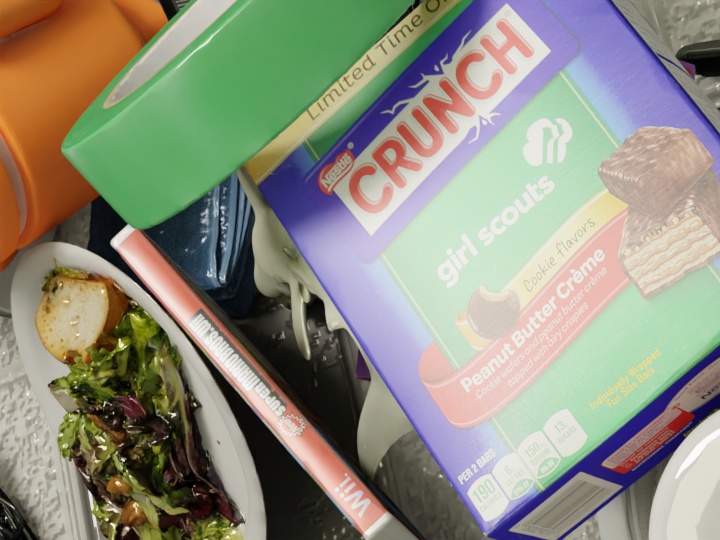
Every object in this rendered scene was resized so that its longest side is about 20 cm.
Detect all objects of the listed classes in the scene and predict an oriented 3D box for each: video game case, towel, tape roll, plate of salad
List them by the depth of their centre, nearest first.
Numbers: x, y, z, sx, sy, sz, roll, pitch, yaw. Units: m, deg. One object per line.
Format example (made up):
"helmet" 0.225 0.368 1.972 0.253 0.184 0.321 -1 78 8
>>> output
"tape roll" -0.042 -0.104 0.828 0.200 0.201 0.048 -40 103 16
"video game case" -0.034 0.071 0.923 0.017 0.143 0.200 -42 64 -3
"plate of salad" -0.122 0.079 0.966 0.199 0.048 0.202 32 140 32
"towel" -0.099 -0.078 1.050 0.111 0.048 0.202 -1 79 30

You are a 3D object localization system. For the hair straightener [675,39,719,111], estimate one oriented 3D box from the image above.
"hair straightener" 0.239 -0.117 0.874 0.198 0.041 0.078 -14 73 26

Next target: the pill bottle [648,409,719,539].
"pill bottle" 0.190 0.099 0.756 0.111 0.200 0.114 0 89 23

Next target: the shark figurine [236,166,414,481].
"shark figurine" 0.004 -0.005 0.901 0.089 0.129 0.215 -20 28 -13

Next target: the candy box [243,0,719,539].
"candy box" 0.074 -0.019 0.783 0.169 0.077 0.201 -41 62 14

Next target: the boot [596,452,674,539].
"boot" 0.168 0.042 0.859 0.095 0.073 0.202 3 80 36

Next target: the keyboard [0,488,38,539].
"keyboard" -0.212 0.165 1.078 0.201 0.039 0.104 53 129 26

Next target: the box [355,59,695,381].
"box" 0.072 -0.018 0.899 0.199 0.039 0.139 -8 74 55

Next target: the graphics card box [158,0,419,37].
"graphics card box" -0.056 -0.192 0.930 0.124 0.201 0.051 -13 39 15

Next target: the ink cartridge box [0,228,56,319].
"ink cartridge box" -0.287 -0.067 1.095 0.198 0.146 0.148 11 84 31

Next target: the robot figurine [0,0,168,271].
"robot figurine" -0.178 -0.074 0.965 0.117 0.200 0.143 56 146 -6
